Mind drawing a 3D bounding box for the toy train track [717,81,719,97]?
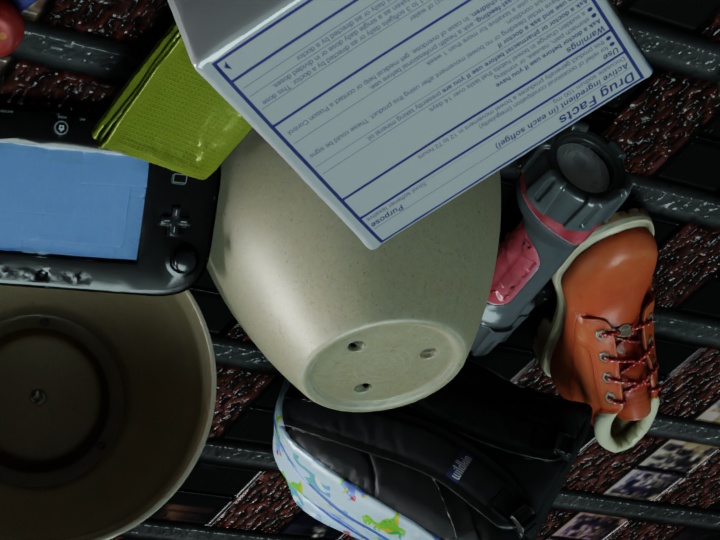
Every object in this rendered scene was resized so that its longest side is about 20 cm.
[{"bbox_3d":[0.296,-0.083,1.282,0.115,0.033,0.200,-21,142,37],"label":"toy train track"}]

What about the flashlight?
[{"bbox_3d":[0.102,-0.015,1.290,0.068,0.068,0.200,-30,166,-39],"label":"flashlight"}]

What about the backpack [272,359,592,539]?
[{"bbox_3d":[0.033,0.126,1.370,0.200,0.163,0.154,29,153,1],"label":"backpack"}]

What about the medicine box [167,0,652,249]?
[{"bbox_3d":[0.023,-0.135,1.018,0.182,0.103,0.200,-32,143,11],"label":"medicine box"}]

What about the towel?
[{"bbox_3d":[-0.059,-0.127,1.082,0.086,0.018,0.200,19,126,-38],"label":"towel"}]

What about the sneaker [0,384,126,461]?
[{"bbox_3d":[-0.224,0.106,1.352,0.200,0.074,0.118,10,164,-8],"label":"sneaker"}]

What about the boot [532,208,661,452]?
[{"bbox_3d":[0.178,0.042,1.352,0.075,0.107,0.200,-17,147,-13],"label":"boot"}]

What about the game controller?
[{"bbox_3d":[-0.179,-0.042,1.138,0.199,0.042,0.105,4,110,-22],"label":"game controller"}]

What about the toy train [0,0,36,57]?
[{"bbox_3d":[-0.150,-0.197,0.929,0.200,0.085,0.116,-31,129,25],"label":"toy train"}]

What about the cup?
[{"bbox_3d":[0.000,0.000,1.203,0.200,0.144,0.200,-8,146,-6],"label":"cup"}]

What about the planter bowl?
[{"bbox_3d":[-0.197,0.075,1.229,0.200,0.201,0.135,-4,172,-12],"label":"planter bowl"}]
